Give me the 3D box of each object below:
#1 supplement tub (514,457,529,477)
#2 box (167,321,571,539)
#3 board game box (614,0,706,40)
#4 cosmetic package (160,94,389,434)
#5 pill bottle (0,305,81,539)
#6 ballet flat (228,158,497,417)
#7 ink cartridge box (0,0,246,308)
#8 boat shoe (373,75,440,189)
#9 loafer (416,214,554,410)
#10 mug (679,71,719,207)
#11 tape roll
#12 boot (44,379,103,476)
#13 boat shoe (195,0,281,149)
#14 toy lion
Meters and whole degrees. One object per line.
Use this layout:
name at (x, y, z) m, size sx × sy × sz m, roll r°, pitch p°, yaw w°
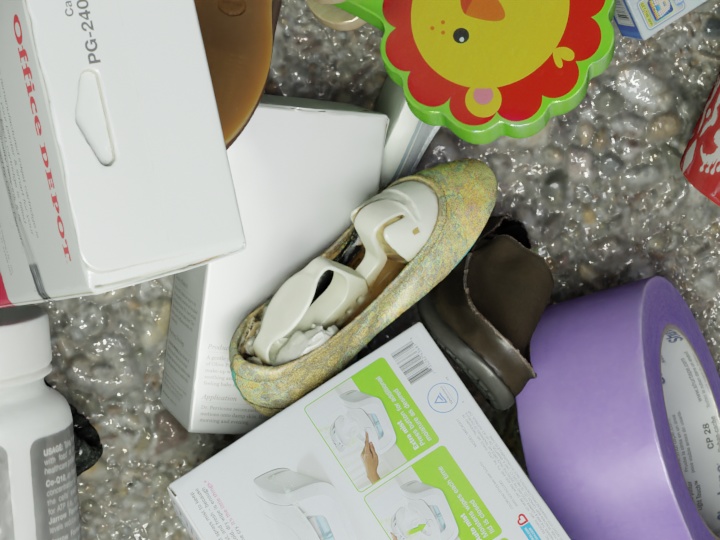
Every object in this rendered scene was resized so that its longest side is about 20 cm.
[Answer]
supplement tub at (0.022, 0.198, 1.267) m, size 0.199 × 0.145 × 0.146 m, roll -34°, pitch 108°, yaw -9°
box at (0.017, 0.166, 1.150) m, size 0.176 × 0.097 × 0.201 m, roll -33°, pitch 72°, yaw -8°
board game box at (0.212, -0.283, 1.291) m, size 0.198 × 0.043 × 0.201 m, roll -31°, pitch 107°, yaw -9°
cosmetic package at (-0.054, -0.005, 1.238) m, size 0.107 × 0.085 × 0.202 m, roll 6°, pitch 97°, yaw -19°
pill bottle at (-0.212, 0.125, 1.121) m, size 0.113 × 0.114 × 0.202 m, roll -5°, pitch 97°, yaw -16°
ballet flat at (0.000, 0.000, 1.174) m, size 0.200 × 0.071 × 0.071 m, roll -45°, pitch 109°, yaw -6°
ink cartridge box at (-0.137, -0.064, 0.989) m, size 0.083 × 0.200 × 0.147 m, roll -13°, pitch 93°, yaw -24°
boat shoe at (0.068, -0.133, 1.259) m, size 0.071 × 0.070 × 0.202 m, roll 27°, pitch 88°, yaw -14°
loafer at (0.079, 0.011, 1.217) m, size 0.071 × 0.200 × 0.073 m, roll -36°, pitch 112°, yaw 12°
mug at (0.310, -0.119, 1.276) m, size 0.177 × 0.133 × 0.201 m, roll 29°, pitch 112°, yaw 9°
tape roll at (0.172, 0.111, 1.262) m, size 0.084 × 0.200 × 0.201 m, roll -17°, pitch 108°, yaw 21°
boot at (-0.204, 0.162, 1.225) m, size 0.158 × 0.079 × 0.211 m, roll -46°, pitch 109°, yaw -5°
boat shoe at (-0.081, -0.134, 1.161) m, size 0.070 × 0.070 × 0.201 m, roll 18°, pitch 62°, yaw -3°
toy lion at (0.071, -0.183, 1.197) m, size 0.191 × 0.069 × 0.201 m, roll 27°, pitch 82°, yaw 12°
